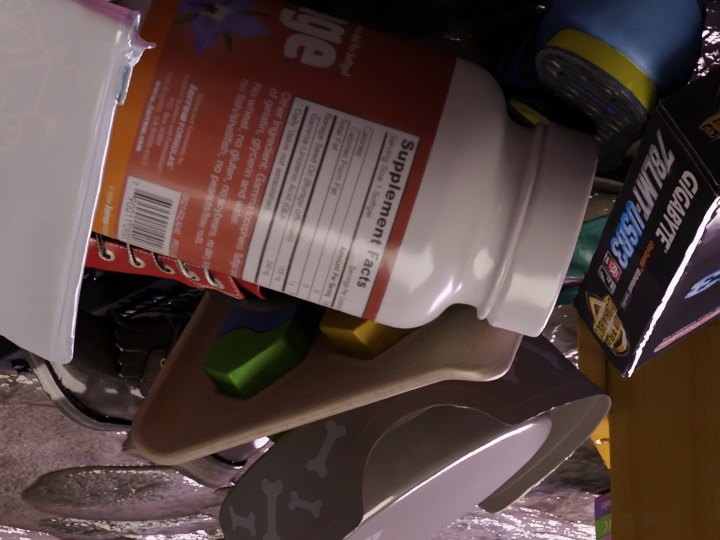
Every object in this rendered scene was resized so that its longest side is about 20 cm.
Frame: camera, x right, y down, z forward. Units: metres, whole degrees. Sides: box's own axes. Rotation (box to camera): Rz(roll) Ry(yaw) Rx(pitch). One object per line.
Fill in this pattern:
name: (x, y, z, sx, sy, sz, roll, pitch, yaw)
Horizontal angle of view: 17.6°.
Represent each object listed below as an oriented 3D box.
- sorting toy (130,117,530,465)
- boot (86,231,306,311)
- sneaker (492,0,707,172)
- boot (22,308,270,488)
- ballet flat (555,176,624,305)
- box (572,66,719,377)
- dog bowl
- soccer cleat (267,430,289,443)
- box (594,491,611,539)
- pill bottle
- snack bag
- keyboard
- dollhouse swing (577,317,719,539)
sorting toy: (0.000, 0.000, 1.056, 0.199, 0.186, 0.037, -15, 122, 35)
boot: (-0.112, -0.027, 1.005, 0.199, 0.073, 0.144, 7, -167, -36)
sneaker: (0.103, -0.093, 0.953, 0.066, 0.079, 0.200, 33, 173, -3)
boot: (-0.064, 0.023, 1.209, 0.174, 0.070, 0.200, -37, 137, 20)
ballet flat: (0.077, -0.010, 1.123, 0.199, 0.071, 0.067, -10, 169, -28)
box: (0.192, -0.053, 0.958, 0.199, 0.050, 0.199, -29, 162, -16)
dog bowl: (0.020, 0.094, 1.094, 0.199, 0.059, 0.200, -31, 163, -10)
soccer cleat: (0.025, 0.016, 1.158, 0.199, 0.082, 0.067, -32, -159, -25)
box: (0.298, 0.196, 1.653, 0.199, 0.098, 0.176, 9, 156, -27)
pill bottle: (-0.010, -0.043, 0.935, 0.198, 0.113, 0.112, 18, 157, -1)
snack bag: (-0.178, -0.055, 0.821, 0.199, 0.021, 0.189, 24, 136, 5)
keyboard: (-0.148, 0.024, 1.286, 0.126, 0.021, 0.199, 16, 152, -37)
dollhouse swing: (0.235, 0.113, 1.330, 0.198, 0.177, 0.182, -8, 158, 12)
